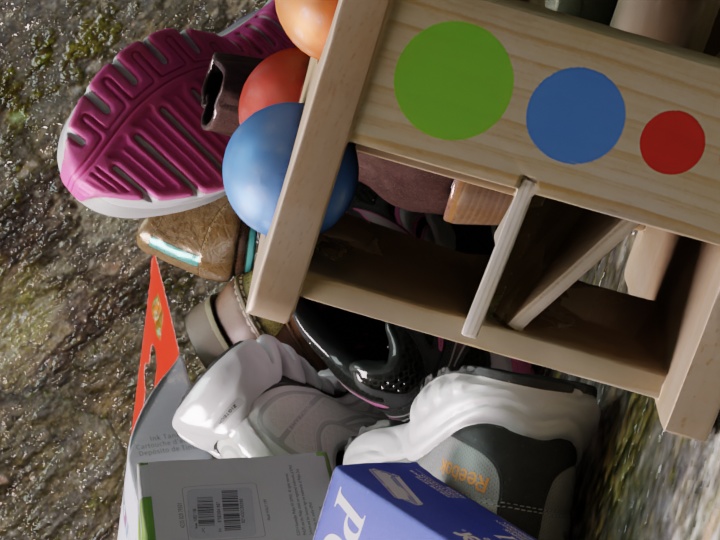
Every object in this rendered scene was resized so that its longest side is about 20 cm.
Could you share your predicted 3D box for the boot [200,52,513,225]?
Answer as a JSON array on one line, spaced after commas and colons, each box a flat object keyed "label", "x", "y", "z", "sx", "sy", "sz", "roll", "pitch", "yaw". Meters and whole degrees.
[{"label": "boot", "x": 0.014, "y": -0.075, "z": 0.974, "sx": 0.200, "sy": 0.165, "sz": 0.073, "roll": -95, "pitch": 22, "yaw": -76}]

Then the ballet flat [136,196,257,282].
[{"label": "ballet flat", "x": -0.084, "y": -0.064, "z": 1.138, "sx": 0.200, "sy": 0.072, "sz": 0.068, "roll": -87, "pitch": 6, "yaw": -53}]

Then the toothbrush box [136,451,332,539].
[{"label": "toothbrush box", "x": -0.046, "y": 0.198, "z": 0.905, "sx": 0.146, "sy": 0.086, "sz": 0.201, "roll": -106, "pitch": 14, "yaw": -60}]

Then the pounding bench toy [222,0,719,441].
[{"label": "pounding bench toy", "x": 0.054, "y": -0.082, "z": 0.642, "sx": 0.124, "sy": 0.155, "sz": 0.201, "roll": -87, "pitch": 14, "yaw": -68}]

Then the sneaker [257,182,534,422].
[{"label": "sneaker", "x": 0.000, "y": 0.000, "z": 0.950, "sx": 0.080, "sy": 0.086, "sz": 0.200, "roll": -52, "pitch": 40, "yaw": 6}]

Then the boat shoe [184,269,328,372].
[{"label": "boat shoe", "x": -0.006, "y": 0.049, "z": 1.122, "sx": 0.200, "sy": 0.068, "sz": 0.072, "roll": 29, "pitch": -150, "yaw": -59}]

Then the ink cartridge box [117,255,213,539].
[{"label": "ink cartridge box", "x": -0.107, "y": 0.120, "z": 1.075, "sx": 0.163, "sy": 0.057, "sz": 0.201, "roll": 103, "pitch": 151, "yaw": -45}]

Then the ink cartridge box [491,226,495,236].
[{"label": "ink cartridge box", "x": 0.032, "y": -0.061, "z": 1.201, "sx": 0.147, "sy": 0.082, "sz": 0.201, "roll": 112, "pitch": 172, "yaw": -60}]

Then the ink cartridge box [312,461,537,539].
[{"label": "ink cartridge box", "x": 0.007, "y": 0.174, "z": 0.733, "sx": 0.094, "sy": 0.044, "sz": 0.201, "roll": 28, "pitch": 107, "yaw": 41}]

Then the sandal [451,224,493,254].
[{"label": "sandal", "x": 0.029, "y": -0.021, "z": 1.061, "sx": 0.043, "sy": 0.076, "sz": 0.201, "roll": -21, "pitch": 52, "yaw": 40}]

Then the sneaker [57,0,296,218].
[{"label": "sneaker", "x": -0.067, "y": -0.070, "z": 1.033, "sx": 0.200, "sy": 0.082, "sz": 0.088, "roll": -30, "pitch": -8, "yaw": -41}]

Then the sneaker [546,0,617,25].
[{"label": "sneaker", "x": 0.086, "y": -0.169, "z": 0.989, "sx": 0.201, "sy": 0.067, "sz": 0.090, "roll": -94, "pitch": 9, "yaw": -54}]

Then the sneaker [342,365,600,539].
[{"label": "sneaker", "x": 0.032, "y": 0.096, "z": 0.828, "sx": 0.200, "sy": 0.074, "sz": 0.080, "roll": 120, "pitch": 159, "yaw": -69}]

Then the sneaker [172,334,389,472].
[{"label": "sneaker", "x": -0.007, "y": 0.084, "z": 1.027, "sx": 0.075, "sy": 0.081, "sz": 0.200, "roll": -52, "pitch": -25, "yaw": 16}]
